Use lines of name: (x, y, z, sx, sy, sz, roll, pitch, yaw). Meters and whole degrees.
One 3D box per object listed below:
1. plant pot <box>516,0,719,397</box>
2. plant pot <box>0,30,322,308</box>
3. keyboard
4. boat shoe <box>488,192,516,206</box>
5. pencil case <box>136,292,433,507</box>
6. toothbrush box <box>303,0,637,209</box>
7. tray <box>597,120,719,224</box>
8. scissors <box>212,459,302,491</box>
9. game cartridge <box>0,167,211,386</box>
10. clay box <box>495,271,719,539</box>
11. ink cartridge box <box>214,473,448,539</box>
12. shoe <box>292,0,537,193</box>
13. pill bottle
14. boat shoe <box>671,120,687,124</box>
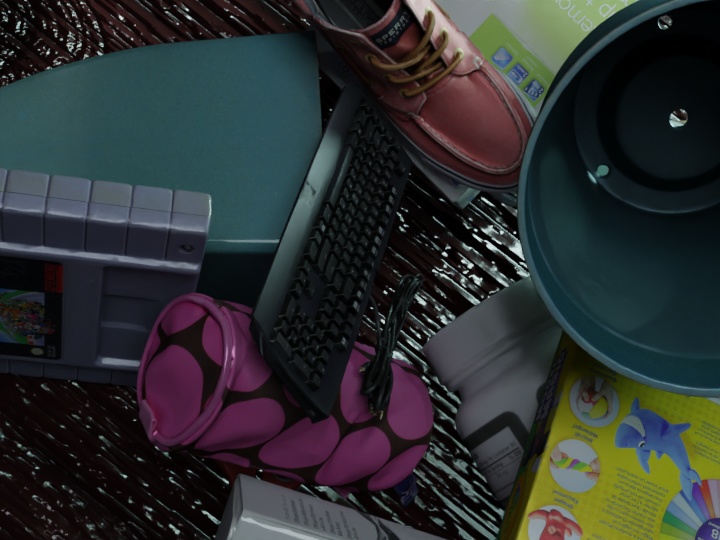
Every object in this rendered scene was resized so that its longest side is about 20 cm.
plant pot: (0.183, -0.062, 0.691, 0.198, 0.188, 0.202, 2, 110, 6)
plant pot: (-0.126, -0.051, 0.787, 0.198, 0.141, 0.142, -2, 71, -7)
keyboard: (0.000, 0.000, 0.719, 0.127, 0.020, 0.201, 57, 37, -35)
boat shoe: (0.065, -0.132, 0.899, 0.200, 0.062, 0.072, 44, 67, 4)
pencil case: (-0.042, 0.079, 0.734, 0.094, 0.200, 0.091, -46, 50, 16)
toothbrush box: (0.082, -0.161, 0.821, 0.200, 0.086, 0.146, -45, 84, 6)
tray: (0.212, -0.038, 0.807, 0.199, 0.022, 0.108, 21, 81, 15)
scissors: (-0.061, 0.167, 0.789, 0.073, 0.014, 0.202, 0, 70, -13)
game cartridge: (-0.158, 0.013, 0.720, 0.129, 0.200, 0.039, 3, 61, -12)
clay box: (0.149, 0.115, 0.714, 0.114, 0.048, 0.201, 25, 66, -4)
ink cartridge box: (0.001, 0.218, 0.718, 0.199, 0.084, 0.146, 19, 94, -9)
shoe: (0.027, -0.123, 0.739, 0.071, 0.091, 0.200, -44, 84, 7)
pill bottle: (0.131, 0.109, 0.801, 0.113, 0.114, 0.201, -27, 79, -20)
boat shoe: (0.259, -0.064, 0.877, 0.198, 0.072, 0.073, 1, 69, -12)
